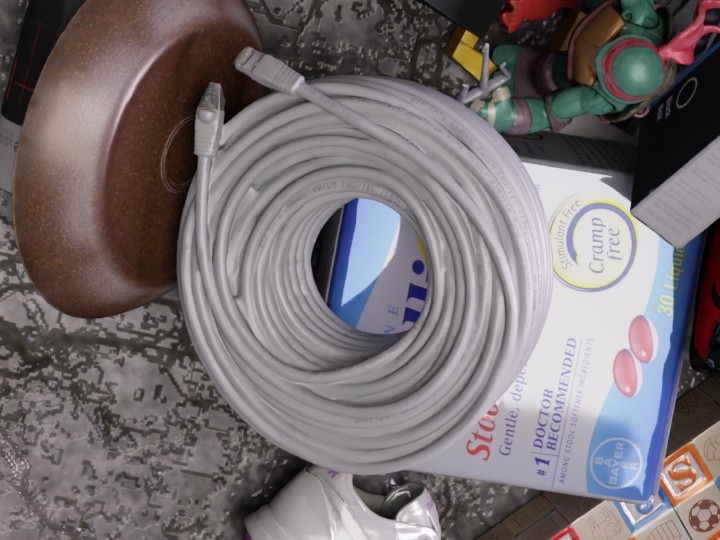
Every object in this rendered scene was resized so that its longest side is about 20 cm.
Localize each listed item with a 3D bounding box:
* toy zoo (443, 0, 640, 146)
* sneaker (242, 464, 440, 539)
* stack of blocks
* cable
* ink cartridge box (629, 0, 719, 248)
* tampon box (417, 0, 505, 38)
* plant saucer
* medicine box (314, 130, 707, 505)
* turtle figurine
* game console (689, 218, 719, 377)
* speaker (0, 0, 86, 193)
[{"bbox_3d":[0.135,-0.153,1.528,0.131,0.020,0.201,27,95,-18],"label":"toy zoo"},{"bbox_3d":[0.028,0.185,1.552,0.100,0.075,0.200,-46,109,1],"label":"sneaker"},{"bbox_3d":[0.176,0.160,1.592,0.199,0.059,0.116,-34,109,-4],"label":"stack of blocks"},{"bbox_3d":[0.000,0.000,1.392,0.199,0.069,0.201,19,106,17],"label":"cable"},{"bbox_3d":[0.221,-0.139,1.395,0.043,0.199,0.200,31,135,-20],"label":"ink cartridge box"},{"bbox_3d":[0.015,-0.219,1.365,0.149,0.200,0.127,33,95,13],"label":"tampon box"},{"bbox_3d":[-0.103,-0.065,1.414,0.200,0.036,0.202,-36,136,-43],"label":"plant saucer"},{"bbox_3d":[0.074,0.017,1.495,0.198,0.103,0.184,8,102,-8],"label":"medicine box"},{"bbox_3d":[0.118,-0.120,1.412,0.101,0.200,0.150,40,94,-11],"label":"turtle figurine"},{"bbox_3d":[0.250,-0.026,1.484,0.118,0.201,0.173,13,137,0],"label":"game console"},{"bbox_3d":[-0.137,-0.132,1.434,0.081,0.081,0.201,13,100,-17],"label":"speaker"}]
